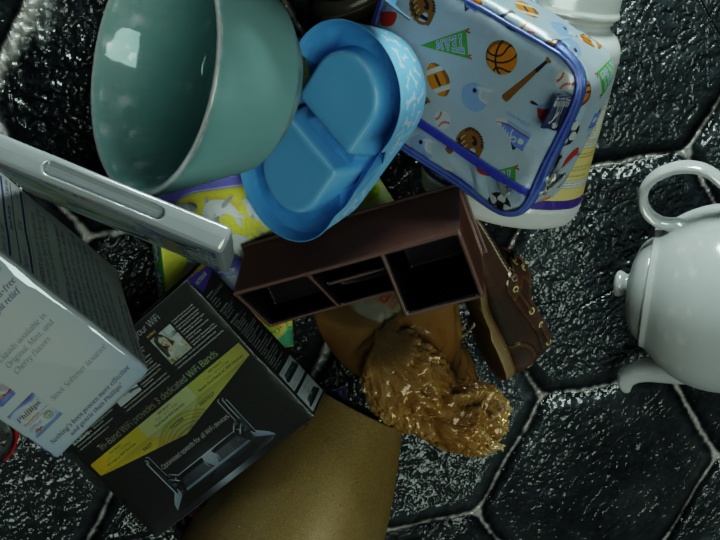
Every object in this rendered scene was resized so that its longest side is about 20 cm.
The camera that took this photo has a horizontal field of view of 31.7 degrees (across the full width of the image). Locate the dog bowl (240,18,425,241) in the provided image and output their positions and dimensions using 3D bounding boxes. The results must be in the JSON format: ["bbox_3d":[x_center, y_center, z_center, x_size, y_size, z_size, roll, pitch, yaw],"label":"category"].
[{"bbox_3d":[-0.021,-0.111,1.007,0.050,0.112,0.200,-20,155,-48],"label":"dog bowl"}]

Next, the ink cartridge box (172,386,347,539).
[{"bbox_3d":[-0.094,0.188,1.224,0.200,0.037,0.095,-20,119,-13],"label":"ink cartridge box"}]

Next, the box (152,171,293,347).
[{"bbox_3d":[-0.122,0.004,1.123,0.117,0.048,0.200,-10,118,-16],"label":"box"}]

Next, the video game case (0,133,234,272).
[{"bbox_3d":[-0.183,-0.047,0.961,0.182,0.200,0.022,22,85,-3],"label":"video game case"}]

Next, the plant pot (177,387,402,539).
[{"bbox_3d":[-0.046,0.213,1.145,0.186,0.186,0.200,29,88,-28],"label":"plant pot"}]

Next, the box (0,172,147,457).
[{"bbox_3d":[-0.282,0.015,0.989,0.105,0.184,0.200,-44,120,5],"label":"box"}]

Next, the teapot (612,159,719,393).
[{"bbox_3d":[0.321,0.018,1.236,0.146,0.197,0.200,10,79,14],"label":"teapot"}]

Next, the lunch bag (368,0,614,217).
[{"bbox_3d":[0.091,-0.139,0.991,0.076,0.200,0.160,-27,148,-50],"label":"lunch bag"}]

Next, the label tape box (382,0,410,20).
[{"bbox_3d":[-0.030,-0.271,0.943,0.144,0.200,0.063,32,99,-29],"label":"label tape box"}]

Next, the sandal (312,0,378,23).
[{"bbox_3d":[0.043,-0.269,1.049,0.200,0.082,0.055,-27,113,2],"label":"sandal"}]

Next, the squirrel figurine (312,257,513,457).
[{"bbox_3d":[0.057,0.093,1.143,0.141,0.200,0.187,-22,135,8],"label":"squirrel figurine"}]

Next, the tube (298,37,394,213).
[{"bbox_3d":[-0.030,-0.107,1.107,0.052,0.058,0.200,-60,137,-39],"label":"tube"}]

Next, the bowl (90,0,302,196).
[{"bbox_3d":[-0.119,-0.152,0.981,0.105,0.201,0.201,3,113,-38],"label":"bowl"}]

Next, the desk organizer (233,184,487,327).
[{"bbox_3d":[0.000,0.000,1.054,0.200,0.077,0.072,-15,119,13],"label":"desk organizer"}]

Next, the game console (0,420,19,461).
[{"bbox_3d":[-0.415,0.140,1.089,0.200,0.031,0.177,-35,116,-3],"label":"game console"}]

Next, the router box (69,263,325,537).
[{"bbox_3d":[-0.156,0.114,1.094,0.200,0.052,0.157,-38,99,20],"label":"router box"}]

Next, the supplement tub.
[{"bbox_3d":[0.140,-0.150,1.092,0.145,0.145,0.200,4,112,-22],"label":"supplement tub"}]

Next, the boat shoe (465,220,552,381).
[{"bbox_3d":[0.129,0.013,1.209,0.070,0.070,0.200,-32,127,-9],"label":"boat shoe"}]
